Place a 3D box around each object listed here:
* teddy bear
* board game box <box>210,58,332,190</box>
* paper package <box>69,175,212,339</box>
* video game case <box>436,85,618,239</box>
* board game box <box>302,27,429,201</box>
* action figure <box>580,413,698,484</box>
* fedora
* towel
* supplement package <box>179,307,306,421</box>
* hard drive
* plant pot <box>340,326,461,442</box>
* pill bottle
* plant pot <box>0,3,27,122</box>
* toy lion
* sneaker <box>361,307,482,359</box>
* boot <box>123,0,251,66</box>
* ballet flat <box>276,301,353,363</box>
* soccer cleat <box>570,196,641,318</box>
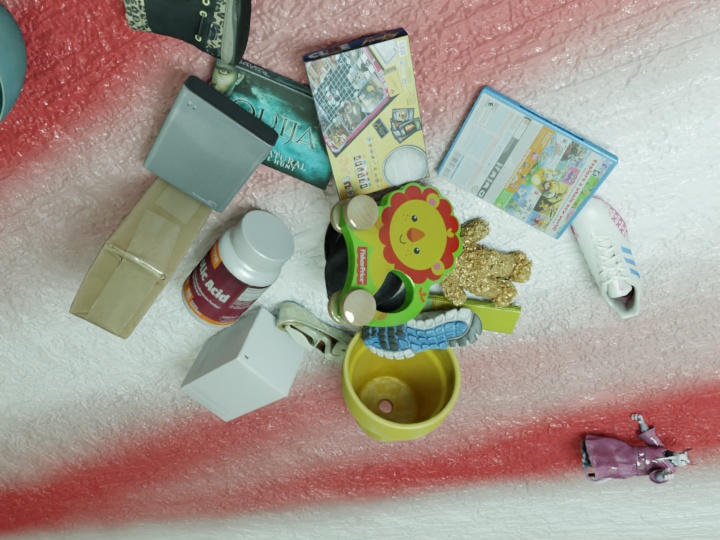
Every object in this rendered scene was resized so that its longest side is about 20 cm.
[{"bbox_3d":[0.167,-0.007,0.954,0.199,0.067,0.145,36,125,-18],"label":"teddy bear"},{"bbox_3d":[-0.119,-0.209,0.875,0.198,0.028,0.136,21,131,-5],"label":"board game box"},{"bbox_3d":[-0.339,-0.023,0.964,0.103,0.201,0.191,34,128,-17],"label":"paper package"},{"bbox_3d":[0.222,-0.142,0.842,0.199,0.018,0.144,29,130,1],"label":"video game case"},{"bbox_3d":[0.012,-0.201,0.821,0.134,0.035,0.201,-15,127,-1],"label":"board game box"},{"bbox_3d":[0.513,0.358,1.137,0.198,0.134,0.150,-4,129,19],"label":"action figure"},{"bbox_3d":[0.000,0.000,0.944,0.199,0.092,0.202,20,129,26],"label":"fedora"},{"bbox_3d":[0.165,0.070,1.044,0.198,0.018,0.086,8,150,5],"label":"towel"},{"bbox_3d":[-0.216,0.179,1.143,0.120,0.122,0.199,42,133,-21],"label":"supplement package"},{"bbox_3d":[-0.221,-0.173,0.891,0.139,0.033,0.200,32,143,-18],"label":"hard drive"},{"bbox_3d":[0.059,0.212,1.088,0.199,0.202,0.189,14,146,1],"label":"plant pot"},{"bbox_3d":[-0.200,-0.001,1.009,0.114,0.115,0.200,35,128,-17],"label":"pill bottle"},{"bbox_3d":[-0.531,-0.298,0.821,0.198,0.135,0.201,7,131,8],"label":"plant pot"},{"bbox_3d":[0.055,-0.022,0.858,0.190,0.202,0.069,4,175,-24],"label":"toy lion"},{"bbox_3d":[0.102,0.102,1.018,0.198,0.087,0.076,-5,89,13],"label":"sneaker"},{"bbox_3d":[-0.207,-0.361,0.740,0.152,0.074,0.205,16,131,2],"label":"boot"},{"bbox_3d":[-0.070,0.131,1.124,0.199,0.063,0.067,32,129,-15],"label":"ballet flat"},{"bbox_3d":[0.362,-0.016,0.891,0.069,0.087,0.200,-22,121,27],"label":"soccer cleat"}]
